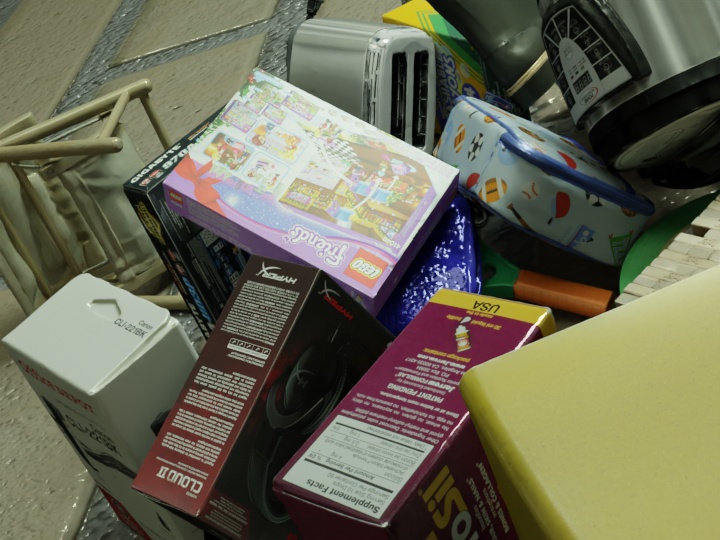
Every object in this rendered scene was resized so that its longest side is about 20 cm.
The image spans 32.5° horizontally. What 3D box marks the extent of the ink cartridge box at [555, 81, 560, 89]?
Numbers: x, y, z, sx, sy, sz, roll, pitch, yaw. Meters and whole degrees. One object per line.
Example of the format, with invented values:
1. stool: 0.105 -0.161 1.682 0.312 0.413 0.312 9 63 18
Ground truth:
1. ink cartridge box: 0.271 -0.221 1.121 0.200 0.084 0.146 -45 9 16

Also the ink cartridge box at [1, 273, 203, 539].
1. ink cartridge box: -0.160 0.116 0.916 0.084 0.202 0.143 -40 35 -25

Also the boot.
1. boot: 0.145 -0.253 1.138 0.077 0.138 0.201 -40 11 37

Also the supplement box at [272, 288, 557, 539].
1. supplement box: 0.056 0.128 0.825 0.102 0.132 0.200 11 47 42

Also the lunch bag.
1. lunch bag: 0.153 -0.079 1.037 0.076 0.158 0.200 -65 19 16

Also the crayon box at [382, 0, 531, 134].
1. crayon box: 0.091 -0.205 1.279 0.051 0.127 0.199 -29 31 -20

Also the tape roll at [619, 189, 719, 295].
1. tape roll: 0.294 0.010 0.915 0.198 0.049 0.202 -17 33 12

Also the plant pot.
1. plant pot: 0.191 0.144 0.675 0.198 0.201 0.178 -22 44 3

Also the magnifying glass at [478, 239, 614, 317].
1. magnifying glass: 0.111 0.007 1.020 0.197 0.023 0.080 13 53 25

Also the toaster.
1. toaster: 0.001 -0.176 1.245 0.128 0.203 0.113 12 17 38

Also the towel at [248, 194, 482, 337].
1. towel: 0.000 0.000 1.003 0.197 0.050 0.149 -8 45 7

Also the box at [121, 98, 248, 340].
1. box: -0.099 -0.036 1.093 0.159 0.202 0.046 -42 34 -27

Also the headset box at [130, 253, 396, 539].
1. headset box: -0.055 0.115 0.856 0.077 0.149 0.202 10 66 42

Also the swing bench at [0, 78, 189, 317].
1. swing bench: -0.272 -0.056 1.237 0.197 0.201 0.131 -12 34 17

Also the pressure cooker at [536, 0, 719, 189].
1. pressure cooker: 0.244 -0.165 0.949 0.177 0.203 0.175 -24 -10 24

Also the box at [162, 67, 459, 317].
1. box: -0.039 -0.065 0.985 0.198 0.039 0.137 29 63 15

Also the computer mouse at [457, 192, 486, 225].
1. computer mouse: 0.044 -0.026 1.125 0.137 0.053 0.201 -7 36 24

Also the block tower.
1. block tower: 0.258 -0.008 0.868 0.200 0.058 0.054 -42 36 -25
